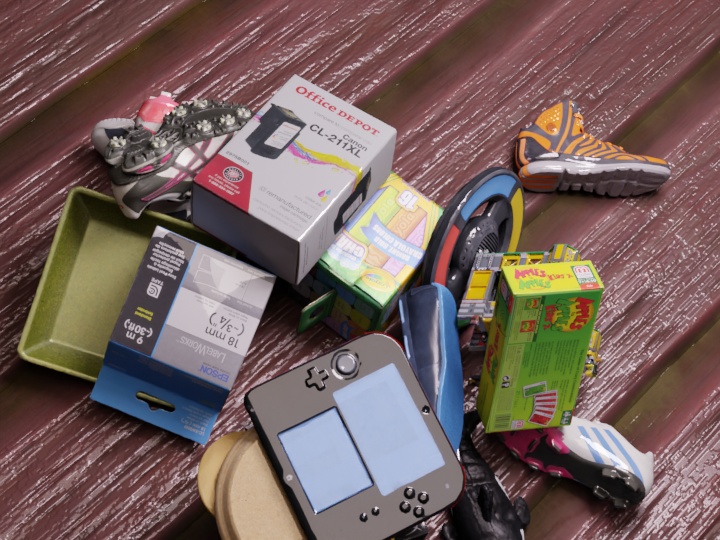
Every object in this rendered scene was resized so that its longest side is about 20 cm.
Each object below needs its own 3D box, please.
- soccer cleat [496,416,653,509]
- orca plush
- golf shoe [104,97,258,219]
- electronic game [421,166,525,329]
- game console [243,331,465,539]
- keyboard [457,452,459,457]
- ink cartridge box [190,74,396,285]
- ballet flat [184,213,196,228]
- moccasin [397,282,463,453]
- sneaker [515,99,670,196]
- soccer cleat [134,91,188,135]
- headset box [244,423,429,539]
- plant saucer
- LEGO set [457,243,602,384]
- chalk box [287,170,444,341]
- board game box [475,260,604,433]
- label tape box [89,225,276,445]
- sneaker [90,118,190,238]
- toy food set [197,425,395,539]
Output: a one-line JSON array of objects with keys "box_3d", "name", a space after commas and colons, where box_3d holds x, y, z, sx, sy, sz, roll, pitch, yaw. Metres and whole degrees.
[{"box_3d": [0.246, 0.200, 1.729, 0.199, 0.070, 0.086, 30, 39, 7], "name": "soccer cleat"}, {"box_3d": [0.145, 0.246, 1.672, 0.104, 0.071, 0.202, 2, 63, -10], "name": "orca plush"}, {"box_3d": [-0.198, -0.130, 1.672, 0.199, 0.089, 0.077, -26, 42, -33], "name": "golf shoe"}, {"box_3d": [0.133, -0.024, 1.742, 0.041, 0.201, 0.200, 25, 58, 29], "name": "electronic game"}, {"box_3d": [-0.003, 0.179, 1.541, 0.176, 0.031, 0.201, -24, 78, -17], "name": "game console"}, {"box_3d": [0.011, 0.200, 1.617, 0.198, 0.011, 0.057, 3, 63, -12], "name": "keyboard"}, {"box_3d": [-0.073, -0.105, 1.662, 0.145, 0.083, 0.200, 29, 56, 15], "name": "ink cartridge box"}, {"box_3d": [-0.123, -0.068, 1.751, 0.199, 0.067, 0.064, 7, 68, -39], "name": "ballet flat"}, {"box_3d": [0.072, 0.116, 1.642, 0.068, 0.080, 0.202, -9, 64, 22], "name": "moccasin"}, {"box_3d": [0.295, -0.160, 1.906, 0.198, 0.078, 0.113, 4, 64, -9], "name": "sneaker"}, {"box_3d": [-0.174, -0.138, 1.748, 0.199, 0.067, 0.077, 25, 73, -29], "name": "soccer cleat"}, {"box_3d": [-0.035, 0.230, 1.642, 0.148, 0.077, 0.201, -16, 69, -19], "name": "headset box"}, {"box_3d": [-0.258, 0.031, 1.680, 0.198, 0.048, 0.201, 18, 85, -7], "name": "plant saucer"}, {"box_3d": [0.190, 0.071, 1.692, 0.152, 0.201, 0.116, 5, 48, 18], "name": "LEGO set"}, {"box_3d": [0.000, 0.000, 1.739, 0.124, 0.125, 0.200, 36, 63, 9], "name": "chalk box"}, {"box_3d": [0.191, 0.084, 1.624, 0.101, 0.201, 0.048, -4, 40, -13], "name": "board game box"}, {"box_3d": [-0.193, 0.073, 1.630, 0.143, 0.063, 0.201, 22, 85, -5], "name": "label tape box"}, {"box_3d": [-0.256, -0.084, 1.754, 0.199, 0.080, 0.130, 39, 54, -2], "name": "sneaker"}, {"box_3d": [-0.059, 0.244, 1.552, 0.199, 0.049, 0.199, -19, 77, -18], "name": "toy food set"}]
